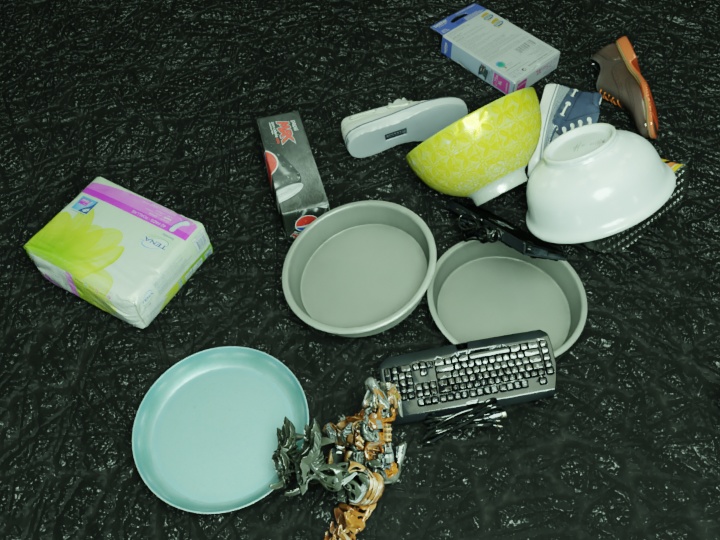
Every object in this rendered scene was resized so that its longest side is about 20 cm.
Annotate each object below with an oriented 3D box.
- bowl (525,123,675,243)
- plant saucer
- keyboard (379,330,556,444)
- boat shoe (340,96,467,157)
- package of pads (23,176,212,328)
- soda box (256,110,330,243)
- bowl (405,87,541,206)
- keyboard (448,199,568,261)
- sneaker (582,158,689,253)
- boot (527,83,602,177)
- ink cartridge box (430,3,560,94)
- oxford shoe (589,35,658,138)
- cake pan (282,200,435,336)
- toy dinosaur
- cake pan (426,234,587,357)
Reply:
[{"bbox_3d":[0.299,-0.129,0.934,0.199,0.091,0.202,-24,26,13],"label":"bowl"},{"bbox_3d":[-0.156,0.179,0.807,0.197,0.028,0.202,-1,52,1],"label":"plant saucer"},{"bbox_3d":[0.121,0.128,0.795,0.197,0.040,0.105,-13,67,8],"label":"keyboard"},{"bbox_3d":[0.065,-0.235,1.096,0.198,0.071,0.070,-19,57,-5],"label":"boat shoe"},{"bbox_3d":[-0.320,-0.026,0.941,0.198,0.069,0.155,23,56,18],"label":"package of pads"},{"bbox_3d":[-0.098,-0.138,1.026,0.070,0.064,0.201,-13,53,-9],"label":"soda box"},{"bbox_3d":[0.173,-0.155,0.982,0.199,0.200,0.109,-27,90,-18],"label":"bowl"},{"bbox_3d":[0.169,-0.045,0.914,0.103,0.040,0.200,13,14,-25],"label":"keyboard"},{"bbox_3d":[0.361,-0.095,0.990,0.199,0.071,0.090,-32,39,-19],"label":"sneaker"},{"bbox_3d":[0.307,-0.210,1.064,0.089,0.073,0.201,11,53,17],"label":"boot"},{"bbox_3d":[0.226,-0.381,1.218,0.119,0.042,0.200,-35,62,-23],"label":"ink cartridge box"},{"bbox_3d":[0.420,-0.281,1.134,0.072,0.071,0.202,-20,52,22],"label":"oxford shoe"},{"bbox_3d":[0.000,0.000,0.901,0.198,0.037,0.202,-9,53,11],"label":"cake pan"},{"bbox_3d":[-0.014,0.207,0.738,0.135,0.102,0.202,26,49,-22],"label":"toy dinosaur"},{"bbox_3d":[0.182,0.041,0.898,0.197,0.037,0.202,-1,52,1],"label":"cake pan"}]
